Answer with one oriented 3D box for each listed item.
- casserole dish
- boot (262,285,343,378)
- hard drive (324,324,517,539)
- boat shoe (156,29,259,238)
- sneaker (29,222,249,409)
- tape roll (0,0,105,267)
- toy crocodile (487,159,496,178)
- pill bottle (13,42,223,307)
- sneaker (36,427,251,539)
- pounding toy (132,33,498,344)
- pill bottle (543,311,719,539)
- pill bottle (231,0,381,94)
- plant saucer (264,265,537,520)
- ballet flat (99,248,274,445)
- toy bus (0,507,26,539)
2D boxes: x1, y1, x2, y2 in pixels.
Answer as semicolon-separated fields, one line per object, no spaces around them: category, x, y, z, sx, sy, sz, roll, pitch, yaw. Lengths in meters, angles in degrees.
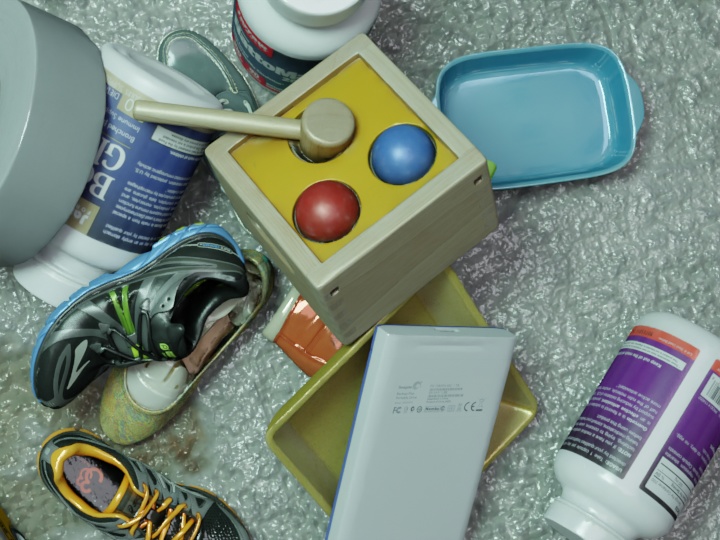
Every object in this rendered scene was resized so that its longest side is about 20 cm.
casserole dish;0.151;-0.134;1.183;0.197;0.039;0.123;-8;84;-9
boot;0.000;0.000;1.133;0.107;0.075;0.201;33;81;3
hard drive;0.047;0.143;1.072;0.131;0.025;0.203;3;108;-35
boat shoe;-0.112;-0.121;1.135;0.072;0.062;0.202;-27;87;-8
sneaker;-0.174;0.043;1.047;0.199;0.071;0.083;-35;60;-4
tape roll;-0.282;-0.108;1.044;0.066;0.199;0.203;20;79;-42
toy crocodile;0.019;-0.100;1.122;0.198;0.062;0.068;20;60;26
pill bottle;-0.201;-0.069;1.076;0.110;0.111;0.202;28;101;-3
sneaker;-0.176;0.196;1.082;0.198;0.077;0.079;28;79;-5
pounding toy;-0.032;-0.078;1.010;0.183;0.143;0.200;-37;62;-8
pill bottle;0.237;0.143;1.124;0.112;0.112;0.201;34;80;-2
pill bottle;-0.044;-0.221;1.086;0.118;0.200;0.121;1;83;-7
plant saucer;0.030;0.115;1.095;0.200;0.048;0.201;-43;127;-10
ballet flat;-0.145;0.059;1.108;0.071;0.071;0.200;42;80;-1
toy bus;-0.320;0.204;1.057;0.065;0.078;0.201;-34;87;-5
